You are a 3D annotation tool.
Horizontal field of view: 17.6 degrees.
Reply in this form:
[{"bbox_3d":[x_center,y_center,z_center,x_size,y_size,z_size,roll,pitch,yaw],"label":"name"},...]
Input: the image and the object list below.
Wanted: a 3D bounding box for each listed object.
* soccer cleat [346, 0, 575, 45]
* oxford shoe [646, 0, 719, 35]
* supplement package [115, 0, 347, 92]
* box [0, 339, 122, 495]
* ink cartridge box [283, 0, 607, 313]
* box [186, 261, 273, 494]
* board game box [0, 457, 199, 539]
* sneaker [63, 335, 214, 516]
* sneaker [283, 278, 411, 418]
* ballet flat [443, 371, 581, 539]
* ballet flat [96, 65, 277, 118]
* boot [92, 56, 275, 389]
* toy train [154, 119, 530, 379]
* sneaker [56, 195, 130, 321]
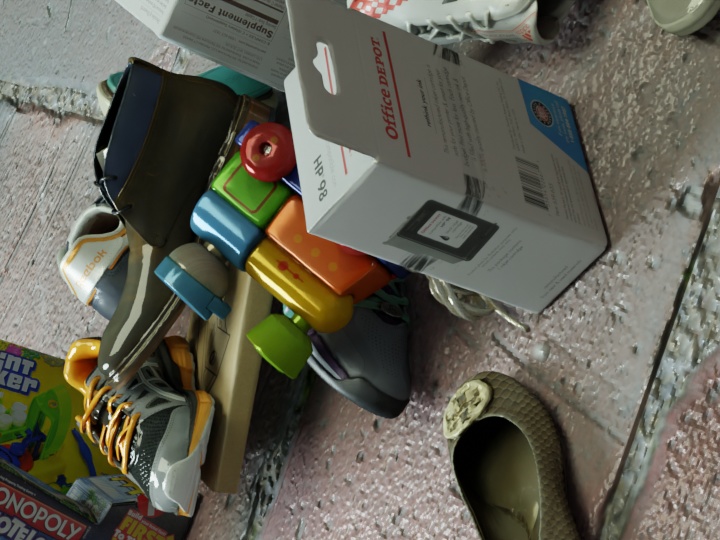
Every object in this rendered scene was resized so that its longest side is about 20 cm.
[{"bbox_3d":[0.073,-0.158,1.349,0.200,0.069,0.085,-27,68,23],"label":"soccer cleat"},{"bbox_3d":[0.167,-0.219,1.278,0.075,0.058,0.201,-28,53,45],"label":"oxford shoe"},{"bbox_3d":[-0.082,-0.203,1.558,0.111,0.155,0.200,-63,32,9],"label":"supplement package"},{"bbox_3d":[-0.273,0.142,1.618,0.122,0.200,0.193,7,78,59],"label":"box"},{"bbox_3d":[0.029,-0.065,1.266,0.067,0.199,0.116,-45,39,35],"label":"ink cartridge box"},{"bbox_3d":[-0.084,0.029,1.490,0.163,0.021,0.201,-153,74,-75],"label":"box"},{"bbox_3d":[-0.208,0.200,1.533,0.200,0.200,0.062,-57,32,-6],"label":"board game box"},{"bbox_3d":[-0.140,0.095,1.465,0.200,0.077,0.079,-128,50,-67],"label":"sneaker"},{"bbox_3d":[0.000,0.000,1.401,0.088,0.074,0.200,-50,35,20],"label":"sneaker"},{"bbox_3d":[0.079,0.124,1.229,0.067,0.046,0.200,-50,36,28],"label":"ballet flat"},{"bbox_3d":[-0.118,-0.096,1.547,0.069,0.200,0.070,4,98,28],"label":"ballet flat"},{"bbox_3d":[-0.138,-0.033,1.437,0.201,0.097,0.075,-64,15,-8],"label":"boot"},{"bbox_3d":[-0.016,0.015,1.325,0.200,0.085,0.116,39,90,18],"label":"toy train"},{"bbox_3d":[-0.152,-0.021,1.574,0.079,0.079,0.200,-55,6,13],"label":"sneaker"}]
